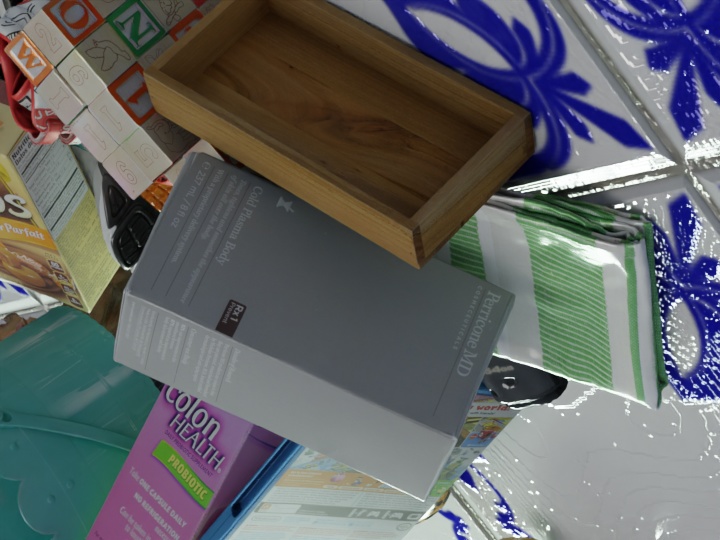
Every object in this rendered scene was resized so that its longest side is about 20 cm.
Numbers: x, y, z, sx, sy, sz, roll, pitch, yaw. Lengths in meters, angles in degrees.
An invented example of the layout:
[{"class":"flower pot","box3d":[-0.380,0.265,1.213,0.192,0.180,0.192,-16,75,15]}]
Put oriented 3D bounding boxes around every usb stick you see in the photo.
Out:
[{"class":"usb stick","box3d":[0.057,0.000,1.295,0.055,0.033,0.201,-17,119,33]}]

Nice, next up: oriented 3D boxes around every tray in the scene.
[{"class":"tray","box3d":[-0.013,-0.086,1.200,0.199,0.099,0.037,32,153,29]}]

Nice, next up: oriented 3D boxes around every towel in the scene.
[{"class":"towel","box3d":[0.074,0.004,1.232,0.198,0.023,0.153,15,144,25]}]

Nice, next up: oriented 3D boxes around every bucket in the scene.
[{"class":"bucket","box3d":[-0.218,0.135,1.569,0.207,0.134,0.208,41,153,26]}]

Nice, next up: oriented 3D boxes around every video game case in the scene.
[{"class":"video game case","box3d":[0.000,0.127,1.385,0.200,0.142,0.018,-51,47,34]}]

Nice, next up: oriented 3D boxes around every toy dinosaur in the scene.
[{"class":"toy dinosaur","box3d":[-0.202,0.045,1.687,0.086,0.136,0.200,51,156,-13]}]

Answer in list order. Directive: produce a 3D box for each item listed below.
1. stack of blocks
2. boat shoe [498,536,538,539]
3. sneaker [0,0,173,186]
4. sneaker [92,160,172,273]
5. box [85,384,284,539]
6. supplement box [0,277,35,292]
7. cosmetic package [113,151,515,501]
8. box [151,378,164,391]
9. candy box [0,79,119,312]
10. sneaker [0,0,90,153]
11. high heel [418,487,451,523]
[{"class":"stack of blocks","box3d":[-0.097,-0.094,1.293,0.200,0.115,0.058,49,144,-7]},{"class":"boat shoe","box3d":[0.122,0.258,1.565,0.069,0.074,0.201,14,143,41]},{"class":"sneaker","box3d":[-0.153,-0.092,1.388,0.067,0.108,0.203,6,128,62]},{"class":"sneaker","box3d":[-0.150,-0.038,1.521,0.092,0.076,0.200,43,170,30]},{"class":"box","box3d":[-0.072,0.167,1.491,0.175,0.201,0.097,19,-168,-44]},{"class":"supplement box","box3d":[-0.318,-0.062,1.657,0.126,0.074,0.199,38,-170,37]},{"class":"cosmetic package","box3d":[-0.026,0.032,1.221,0.198,0.107,0.090,21,147,3]},{"class":"box","box3d":[-0.176,0.156,1.864,0.199,0.104,0.149,17,144,50]},{"class":"candy box","box3d":[-0.245,-0.059,1.511,0.115,0.056,0.201,20,155,22]},{"class":"sneaker","box3d":[-0.227,-0.163,1.469,0.120,0.084,0.201,16,145,34]},{"class":"high heel","box3d":[-0.011,0.189,1.588,0.071,0.143,0.200,48,157,-6]}]
